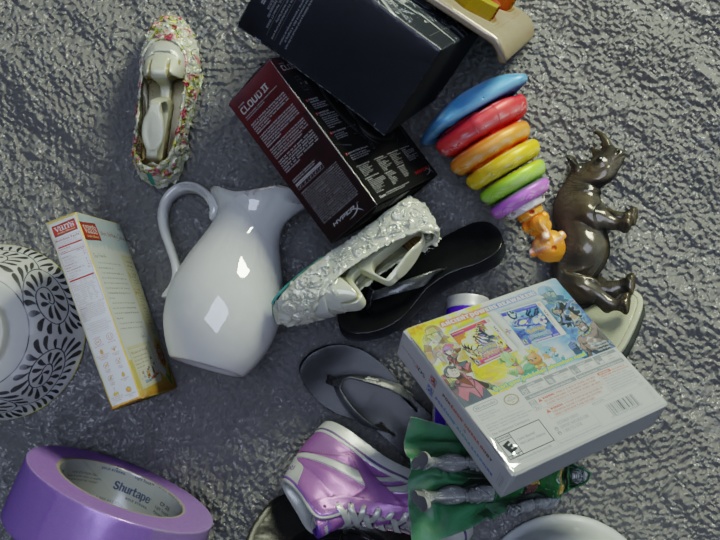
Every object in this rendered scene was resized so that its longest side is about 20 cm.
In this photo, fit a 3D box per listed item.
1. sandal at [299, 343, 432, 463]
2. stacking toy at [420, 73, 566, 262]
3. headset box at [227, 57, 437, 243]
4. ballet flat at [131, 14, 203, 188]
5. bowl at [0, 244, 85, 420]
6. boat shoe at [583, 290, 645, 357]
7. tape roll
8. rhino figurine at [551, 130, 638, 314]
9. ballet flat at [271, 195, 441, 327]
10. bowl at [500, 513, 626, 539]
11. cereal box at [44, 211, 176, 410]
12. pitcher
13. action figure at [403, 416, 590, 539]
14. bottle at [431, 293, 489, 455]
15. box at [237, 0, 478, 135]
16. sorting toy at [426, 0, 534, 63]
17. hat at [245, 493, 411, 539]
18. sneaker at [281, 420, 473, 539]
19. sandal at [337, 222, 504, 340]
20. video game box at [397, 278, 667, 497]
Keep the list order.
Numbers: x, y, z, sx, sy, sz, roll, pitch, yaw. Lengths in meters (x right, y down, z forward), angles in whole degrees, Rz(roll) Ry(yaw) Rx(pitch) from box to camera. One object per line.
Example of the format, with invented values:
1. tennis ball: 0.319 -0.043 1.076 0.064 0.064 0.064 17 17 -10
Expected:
1. sandal: 0.023 0.147 1.027 0.200 0.043 0.076 34 89 4
2. stacking toy: 0.161 -0.097 1.002 0.116 0.110 0.200 -30 88 -7
3. headset box: -0.031 -0.144 0.985 0.077 0.149 0.200 -40 86 32
4. ballet flat: -0.216 -0.192 1.044 0.076 0.064 0.200 1 87 3
5. bowl: -0.413 0.068 1.026 0.200 0.094 0.201 0 87 3
6. boat shoe: 0.247 0.110 1.017 0.072 0.068 0.200 21 75 43
7. tape roll: -0.254 0.249 0.957 0.200 0.200 0.066 23 88 3
8. rhino figurine: 0.251 -0.053 1.016 0.087 0.060 0.200 1 86 25
9. ballet flat: 0.000 0.000 0.961 0.200 0.072 0.072 -39 86 -8
10. bowl: 0.221 0.365 0.986 0.201 0.090 0.201 0 87 2
11. cereal box: -0.259 0.042 0.996 0.039 0.144 0.200 -21 86 2
12. pitcher: -0.159 0.003 1.016 0.171 0.121 0.200 10 77 21
13. action figure: 0.141 0.201 0.919 0.200 0.055 0.118 3 86 -27
14. bottle: 0.112 0.126 0.998 0.065 0.084 0.200 -4 70 22
15. box: 0.009 -0.250 0.959 0.182 0.200 0.104 38 118 2
16. sorting toy: 0.095 -0.301 0.981 0.200 0.185 0.036 38 118 2
17. hat: -0.028 0.323 0.992 0.200 0.201 0.081 19 131 3
18. sneaker: 0.010 0.253 0.979 0.200 0.073 0.114 27 47 18
19. sandal: 0.058 0.002 1.010 0.200 0.043 0.076 -33 47 -3
20. video game box: 0.166 0.106 0.924 0.200 0.047 0.182 -16 54 -28
